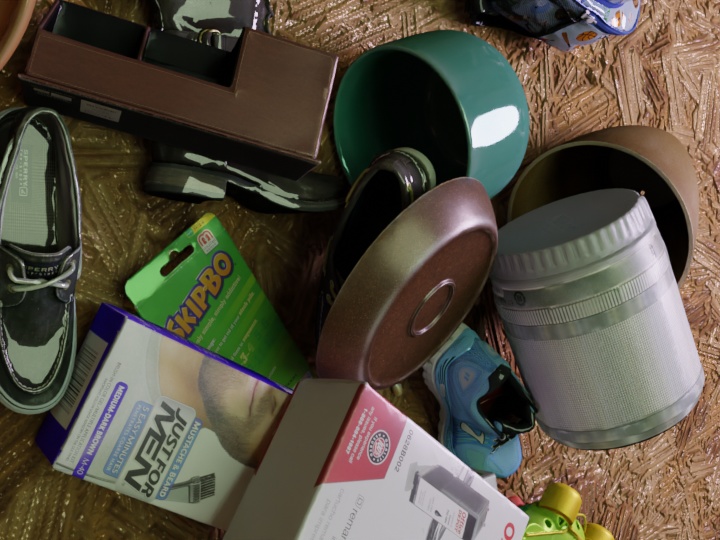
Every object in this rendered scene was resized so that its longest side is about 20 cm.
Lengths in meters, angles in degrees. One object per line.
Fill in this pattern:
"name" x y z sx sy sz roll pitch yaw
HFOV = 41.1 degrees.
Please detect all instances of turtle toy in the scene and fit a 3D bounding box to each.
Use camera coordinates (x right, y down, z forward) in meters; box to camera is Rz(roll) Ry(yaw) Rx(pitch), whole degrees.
"turtle toy" 0.153 0.275 0.929 0.200 0.100 0.147 49 60 -29

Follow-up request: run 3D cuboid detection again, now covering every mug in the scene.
"mug" 0.064 -0.112 0.825 0.114 0.152 0.187 -27 147 -41

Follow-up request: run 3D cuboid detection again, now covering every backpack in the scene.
"backpack" 0.209 -0.317 0.948 0.189 0.152 0.203 21 74 -50

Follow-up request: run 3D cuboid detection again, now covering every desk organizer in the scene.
"desk organizer" -0.120 -0.129 0.652 0.197 0.072 0.078 14 82 -15

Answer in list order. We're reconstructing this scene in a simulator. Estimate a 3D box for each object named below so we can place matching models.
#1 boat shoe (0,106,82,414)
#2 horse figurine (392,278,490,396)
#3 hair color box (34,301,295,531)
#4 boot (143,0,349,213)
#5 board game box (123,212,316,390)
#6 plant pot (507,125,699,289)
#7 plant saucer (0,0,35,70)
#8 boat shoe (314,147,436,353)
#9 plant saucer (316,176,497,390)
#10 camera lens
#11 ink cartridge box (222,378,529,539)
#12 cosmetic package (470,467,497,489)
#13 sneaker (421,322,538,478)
"boat shoe" -0.216 -0.007 0.618 0.071 0.071 0.204 -5 91 -33
"horse figurine" 0.079 0.028 0.897 0.198 0.050 0.135 -26 113 -36
"hair color box" -0.116 0.116 0.693 0.199 0.065 0.111 30 83 -32
"boot" -0.081 -0.136 0.740 0.198 0.069 0.177 6 87 -39
"board game box" -0.102 0.062 0.751 0.096 0.030 0.202 -44 120 -29
"plant pot" 0.275 -0.076 0.998 0.200 0.184 0.189 -40 116 -49
"plant saucer" -0.274 -0.181 0.533 0.196 0.037 0.204 0 99 -3
"boat shoe" 0.000 0.000 0.772 0.060 0.071 0.204 -28 139 -64
"plant saucer" 0.047 0.021 0.754 0.200 0.034 0.202 -40 152 -26
"camera lens" 0.212 0.047 0.871 0.159 0.159 0.203 -32 107 -36
"ink cartridge box" 0.016 0.191 0.685 0.200 0.082 0.148 41 62 -30
"cosmetic package" 0.016 0.229 0.806 0.198 0.107 0.086 -9 96 -42
"sneaker" 0.119 0.139 0.883 0.078 0.089 0.201 -45 138 -18
